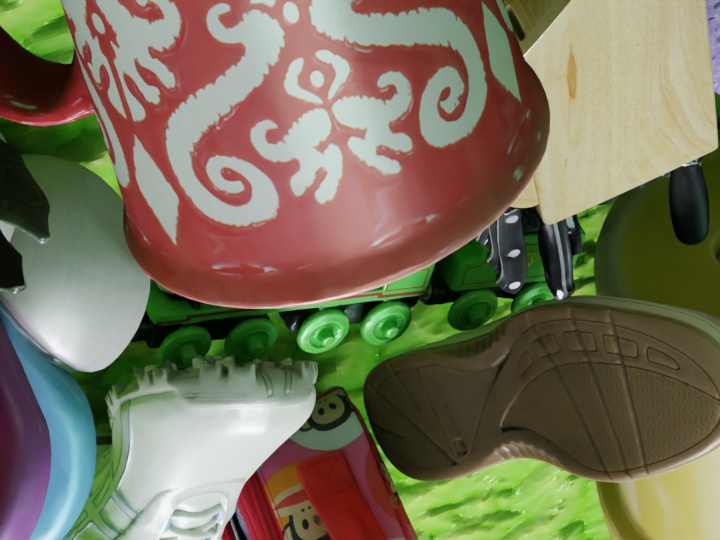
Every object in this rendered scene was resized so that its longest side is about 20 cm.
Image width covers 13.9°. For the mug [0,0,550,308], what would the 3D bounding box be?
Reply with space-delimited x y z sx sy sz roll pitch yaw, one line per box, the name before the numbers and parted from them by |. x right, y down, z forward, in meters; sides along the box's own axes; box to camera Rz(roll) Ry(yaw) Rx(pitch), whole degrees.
mug | -0.054 -0.101 0.835 0.177 0.134 0.200 -16 126 4

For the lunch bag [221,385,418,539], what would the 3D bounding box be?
lunch bag | -0.003 0.153 1.220 0.082 0.200 0.176 -18 164 -11

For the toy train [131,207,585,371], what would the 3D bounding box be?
toy train | 0.000 0.000 1.167 0.200 0.042 0.056 -7 135 -29

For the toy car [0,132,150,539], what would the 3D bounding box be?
toy car | -0.162 0.041 0.998 0.175 0.150 0.200 -34 149 14

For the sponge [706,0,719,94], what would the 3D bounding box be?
sponge | 0.173 -0.140 1.085 0.111 0.030 0.200 10 134 -44

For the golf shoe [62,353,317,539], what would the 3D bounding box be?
golf shoe | -0.069 0.090 1.143 0.078 0.097 0.200 -2 163 -28

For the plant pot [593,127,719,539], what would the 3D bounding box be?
plant pot | 0.183 0.044 1.237 0.200 0.201 0.189 -26 134 1

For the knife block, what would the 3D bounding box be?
knife block | 0.091 -0.073 1.026 0.175 0.064 0.200 4 139 -41

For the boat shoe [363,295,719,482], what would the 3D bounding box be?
boat shoe | 0.085 0.041 1.141 0.065 0.072 0.200 -23 -174 -38

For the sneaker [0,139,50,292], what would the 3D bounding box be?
sneaker | -0.197 -0.041 0.874 0.199 0.104 0.060 2 140 -27
